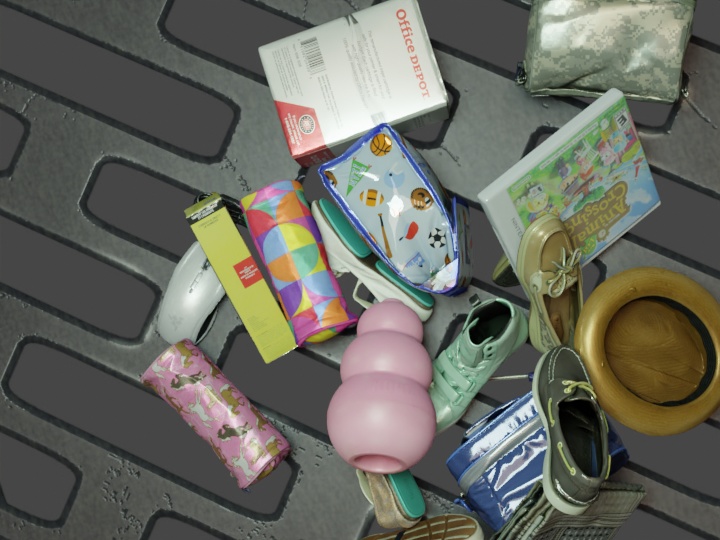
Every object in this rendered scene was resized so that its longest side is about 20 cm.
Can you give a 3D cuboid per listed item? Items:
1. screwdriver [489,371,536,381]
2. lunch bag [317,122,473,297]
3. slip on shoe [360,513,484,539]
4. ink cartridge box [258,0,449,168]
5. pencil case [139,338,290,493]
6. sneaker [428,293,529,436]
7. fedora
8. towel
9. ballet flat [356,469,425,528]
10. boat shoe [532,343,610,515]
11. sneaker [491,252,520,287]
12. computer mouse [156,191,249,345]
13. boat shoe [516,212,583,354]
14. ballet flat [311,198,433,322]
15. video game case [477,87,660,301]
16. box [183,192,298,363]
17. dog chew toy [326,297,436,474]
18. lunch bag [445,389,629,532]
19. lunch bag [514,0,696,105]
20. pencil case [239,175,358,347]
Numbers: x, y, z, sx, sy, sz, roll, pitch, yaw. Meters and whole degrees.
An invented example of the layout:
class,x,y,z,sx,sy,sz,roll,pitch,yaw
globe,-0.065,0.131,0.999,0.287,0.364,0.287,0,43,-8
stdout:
class,x,y,z,sx,sy,sz,roll,pitch,yaw
screwdriver,0.186,0.132,1.372,0.199,0.028,0.029,-10,114,12
lunch bag,0.060,-0.059,1.321,0.124,0.170,0.201,-35,82,8
slip on shoe,0.066,0.335,1.316,0.199,0.076,0.061,-23,100,34
ink cartridge box,-0.004,-0.228,1.380,0.199,0.084,0.145,-18,84,6
pencil case,-0.176,0.172,1.377,0.087,0.083,0.200,-45,83,12
sneaker,0.110,0.108,1.324,0.201,0.118,0.074,-47,67,-1
fedora,0.331,0.093,1.314,0.199,0.082,0.202,1,86,-10
towel,0.209,0.307,1.253,0.193,0.199,0.035,-56,47,23
ballet flat,0.013,0.215,1.360,0.067,0.068,0.201,-33,66,39
boat shoe,0.225,0.154,1.188,0.071,0.061,0.202,15,46,-13
sneaker,0.215,-0.070,1.367,0.200,0.077,0.089,-54,50,5
computer mouse,-0.191,0.004,1.408,0.109,0.044,0.201,26,90,6
boat shoe,0.227,0.024,1.294,0.073,0.201,0.063,-31,41,-17
ballet flat,0.000,0.000,1.382,0.200,0.069,0.069,43,92,6
video game case,0.244,-0.081,1.298,0.200,0.182,0.022,-38,41,-6
box,-0.142,0.008,1.356,0.050,0.075,0.201,-28,102,-6
dog chew toy,0.029,0.125,1.294,0.124,0.125,0.201,3,61,7
lunch bag,0.192,0.215,1.303,0.200,0.136,0.133,-37,67,0
lunch bag,0.287,-0.281,1.322,0.198,0.139,0.169,6,87,8
pencil case,-0.073,-0.012,1.343,0.088,0.088,0.201,-22,78,5
